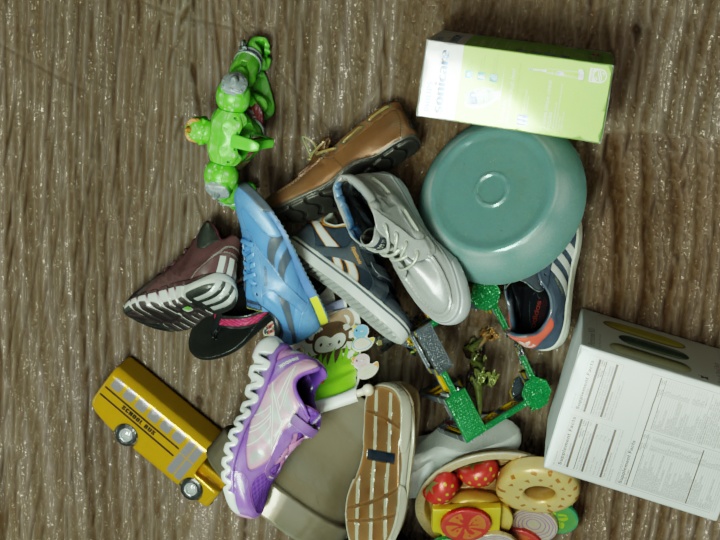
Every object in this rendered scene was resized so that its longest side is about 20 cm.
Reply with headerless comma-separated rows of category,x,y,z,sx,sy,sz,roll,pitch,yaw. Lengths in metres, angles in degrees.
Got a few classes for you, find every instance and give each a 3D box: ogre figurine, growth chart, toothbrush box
ogre figurine,-0.142,-0.163,1.428,0.098,0.120,0.201,31,107,2
growth chart,-0.051,0.094,1.457,0.144,0.201,0.018,-26,132,12
toothbrush box,0.171,-0.203,1.345,0.198,0.146,0.087,10,106,7

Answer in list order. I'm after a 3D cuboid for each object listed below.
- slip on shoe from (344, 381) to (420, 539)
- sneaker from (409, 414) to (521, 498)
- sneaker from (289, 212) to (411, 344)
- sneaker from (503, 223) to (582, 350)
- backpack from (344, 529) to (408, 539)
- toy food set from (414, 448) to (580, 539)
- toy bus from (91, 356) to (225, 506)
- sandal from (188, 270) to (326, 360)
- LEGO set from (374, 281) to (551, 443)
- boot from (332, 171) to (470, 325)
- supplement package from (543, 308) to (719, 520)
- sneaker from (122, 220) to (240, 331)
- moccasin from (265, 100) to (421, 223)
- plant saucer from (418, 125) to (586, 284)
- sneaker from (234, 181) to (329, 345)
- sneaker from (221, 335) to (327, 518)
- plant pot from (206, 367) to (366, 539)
slip on shoe,0.031,0.226,1.419,0.075,0.060,0.202,7,95,31
sneaker,0.112,0.241,1.518,0.198,0.075,0.089,-18,113,20
sneaker,0.000,0.000,1.430,0.079,0.079,0.200,-44,60,-10
sneaker,0.200,-0.011,1.397,0.074,0.084,0.202,-3,85,38
backpack,0.032,0.403,1.477,0.150,0.200,0.178,-34,97,-9
toy food set,0.164,0.287,1.485,0.198,0.049,0.199,-3,132,1
toy bus,-0.244,0.205,1.571,0.200,0.065,0.078,39,106,0
sandal,-0.132,0.038,1.502,0.199,0.045,0.076,-31,60,12
LEGO set,0.122,0.106,1.472,0.153,0.116,0.201,-38,100,-12
boot,0.038,-0.023,1.362,0.074,0.095,0.201,-46,66,31
supplement package,0.325,0.158,1.405,0.198,0.152,0.152,16,106,6
sneaker,-0.207,0.003,1.515,0.199,0.117,0.075,-14,143,42
moccasin,-0.028,-0.126,1.440,0.201,0.074,0.078,-36,64,15
plant saucer,0.151,-0.086,1.382,0.198,0.036,0.202,-7,71,23
sneaker,-0.108,-0.002,1.420,0.078,0.066,0.201,-29,112,-9
sneaker,-0.089,0.174,1.357,0.088,0.081,0.202,9,74,20
plant pot,-0.058,0.208,1.484,0.199,0.200,0.174,37,92,0
